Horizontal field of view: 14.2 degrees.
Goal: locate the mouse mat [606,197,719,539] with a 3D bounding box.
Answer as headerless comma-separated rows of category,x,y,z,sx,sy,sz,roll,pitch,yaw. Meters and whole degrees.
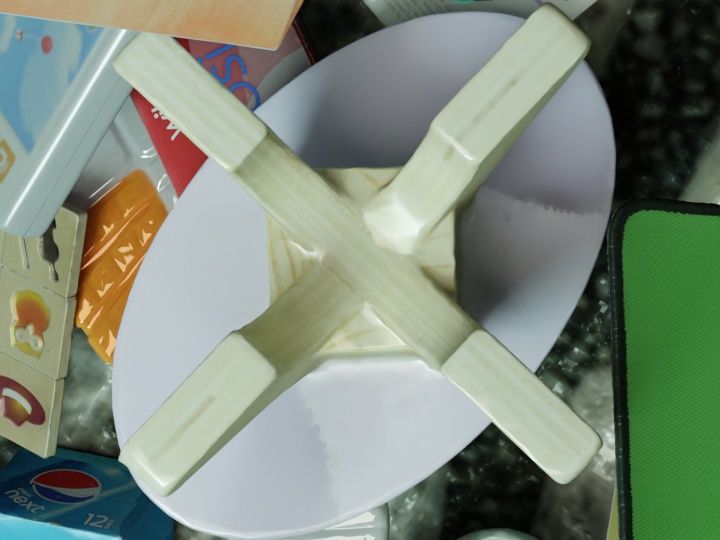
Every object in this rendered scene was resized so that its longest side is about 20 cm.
mouse mat,0.162,0.062,0.906,0.008,0.199,0.162,-18,70,58

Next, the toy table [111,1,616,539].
toy table,0.000,0.000,0.904,0.183,0.117,0.200,32,89,5

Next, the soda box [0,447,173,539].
soda box,-0.116,0.175,1.150,0.068,0.064,0.201,9,114,14

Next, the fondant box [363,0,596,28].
fondant box,0.063,-0.171,0.956,0.200,0.058,0.144,-38,96,28

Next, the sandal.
sandal,-0.055,0.026,1.066,0.079,0.059,0.207,-28,85,5

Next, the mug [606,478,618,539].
mug,0.136,0.088,0.982,0.149,0.153,0.187,-32,98,27

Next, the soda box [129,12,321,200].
soda box,-0.026,-0.024,1.000,0.063,0.070,0.201,-26,85,4

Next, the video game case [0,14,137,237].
video game case,-0.107,-0.145,0.979,0.200,0.022,0.182,-56,50,24

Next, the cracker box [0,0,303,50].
cracker box,-0.104,-0.154,0.852,0.058,0.134,0.200,-58,44,32

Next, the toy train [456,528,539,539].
toy train,0.066,0.176,1.060,0.200,0.085,0.114,35,123,-24

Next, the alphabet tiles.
alphabet tiles,-0.183,-0.013,1.092,0.200,0.008,0.168,25,118,29

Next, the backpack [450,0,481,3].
backpack,0.074,-0.171,0.826,0.200,0.176,0.154,-42,78,25
